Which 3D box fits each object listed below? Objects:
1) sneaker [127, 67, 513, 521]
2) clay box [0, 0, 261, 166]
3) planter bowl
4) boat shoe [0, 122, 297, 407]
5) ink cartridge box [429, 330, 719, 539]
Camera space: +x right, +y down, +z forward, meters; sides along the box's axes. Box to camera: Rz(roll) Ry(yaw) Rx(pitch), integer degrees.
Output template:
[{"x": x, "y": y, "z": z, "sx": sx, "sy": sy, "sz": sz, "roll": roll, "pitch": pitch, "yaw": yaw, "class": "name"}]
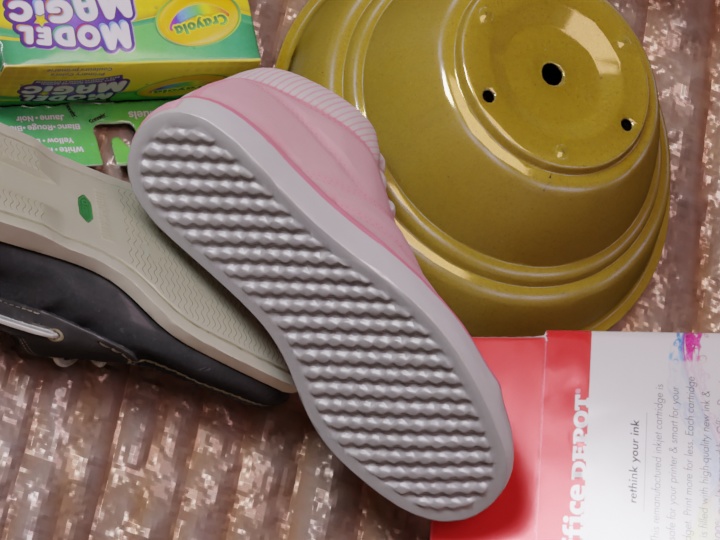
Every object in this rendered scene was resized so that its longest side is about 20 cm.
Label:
[{"x": 0.000, "y": 0.000, "z": 0.906, "sx": 0.200, "sy": 0.075, "sz": 0.105, "roll": 49, "pitch": 28, "yaw": -4, "class": "sneaker"}, {"x": -0.113, "y": -0.143, "z": 0.953, "sx": 0.114, "sy": 0.048, "sz": 0.201, "roll": -5, "pitch": 70, "yaw": -26, "class": "clay box"}, {"x": 0.067, "y": -0.070, "z": 0.984, "sx": 0.199, "sy": 0.083, "sz": 0.202, "roll": 10, "pitch": 64, "yaw": -21, "class": "planter bowl"}, {"x": -0.107, "y": 0.005, "z": 0.889, "sx": 0.199, "sy": 0.068, "sz": 0.072, "roll": 27, "pitch": 34, "yaw": -27, "class": "boat shoe"}, {"x": 0.132, "y": 0.090, "z": 0.926, "sx": 0.199, "sy": 0.067, "sz": 0.117, "roll": 1, "pitch": 64, "yaw": 10, "class": "ink cartridge box"}]
